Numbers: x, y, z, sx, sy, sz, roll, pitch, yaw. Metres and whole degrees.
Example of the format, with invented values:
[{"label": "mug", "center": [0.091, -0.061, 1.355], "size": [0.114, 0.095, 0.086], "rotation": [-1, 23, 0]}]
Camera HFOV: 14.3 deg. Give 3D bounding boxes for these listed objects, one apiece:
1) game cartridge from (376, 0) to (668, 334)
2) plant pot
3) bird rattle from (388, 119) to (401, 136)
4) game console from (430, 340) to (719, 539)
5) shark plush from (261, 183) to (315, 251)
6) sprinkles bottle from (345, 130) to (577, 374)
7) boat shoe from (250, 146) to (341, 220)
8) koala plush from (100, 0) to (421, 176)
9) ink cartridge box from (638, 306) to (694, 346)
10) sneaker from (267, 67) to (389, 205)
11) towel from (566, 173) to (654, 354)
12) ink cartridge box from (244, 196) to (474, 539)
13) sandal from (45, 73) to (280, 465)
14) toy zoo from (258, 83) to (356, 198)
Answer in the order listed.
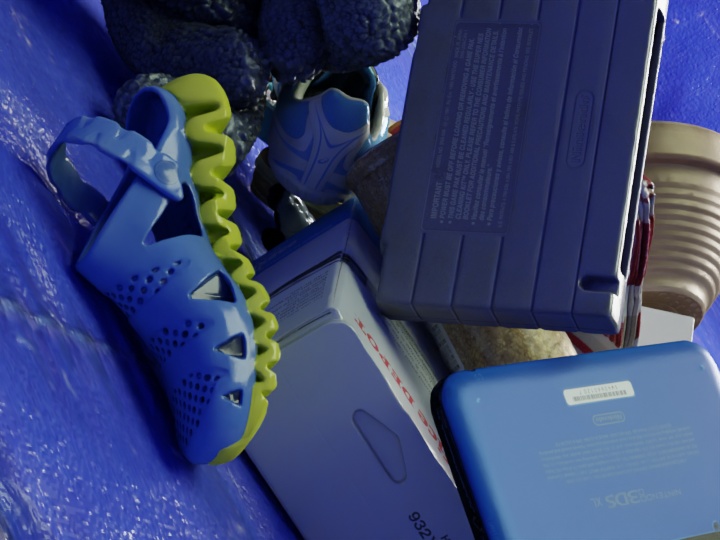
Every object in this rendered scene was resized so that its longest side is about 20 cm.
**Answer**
[{"label": "game cartridge", "center": [0.082, -0.067, 1.458], "size": [0.038, 0.129, 0.201], "rotation": [47, 50, -59]}, {"label": "plant pot", "center": [0.158, -0.004, 1.805], "size": [0.201, 0.200, 0.093], "rotation": [41, 35, -55]}, {"label": "bird rattle", "center": [0.061, -0.058, 1.974], "size": [0.162, 0.113, 0.200], "rotation": [18, 21, -22]}, {"label": "game console", "center": [0.103, 0.141, 1.439], "size": [0.199, 0.118, 0.171], "rotation": [-5, 70, -43]}, {"label": "shark plush", "center": [0.000, 0.000, 1.656], "size": [0.200, 0.083, 0.091], "rotation": [51, 15, -35]}, {"label": "sprinkles bottle", "center": [0.065, 0.020, 1.508], "size": [0.201, 0.068, 0.068], "rotation": [62, 13, 11]}, {"label": "boat shoe", "center": [-0.002, -0.008, 1.731], "size": [0.200, 0.063, 0.073], "rotation": [32, 13, -45]}, {"label": "koala plush", "center": [-0.096, -0.179, 1.536], "size": [0.200, 0.177, 0.184], "rotation": [54, 2, -22]}, {"label": "ink cartridge box", "center": [0.132, 0.066, 1.741], "size": [0.200, 0.116, 0.068], "rotation": [113, -13, -69]}, {"label": "sneaker", "center": [-0.012, -0.099, 1.619], "size": [0.072, 0.073, 0.200], "rotation": [30, 19, -11]}, {"label": "towel", "center": [0.102, -0.019, 1.560], "size": [0.144, 0.023, 0.200], "rotation": [42, -29, 30]}, {"label": "ink cartridge box", "center": [-0.001, 0.065, 1.497], "size": [0.145, 0.084, 0.200], "rotation": [57, 12, -13]}, {"label": "sandal", "center": [-0.096, 0.000, 1.343], "size": [0.087, 0.080, 0.201], "rotation": [1, 59, -31]}, {"label": "toy zoo", "center": [-0.028, -0.082, 1.714], "size": [0.200, 0.020, 0.131], "rotation": [38, 12, 4]}]
